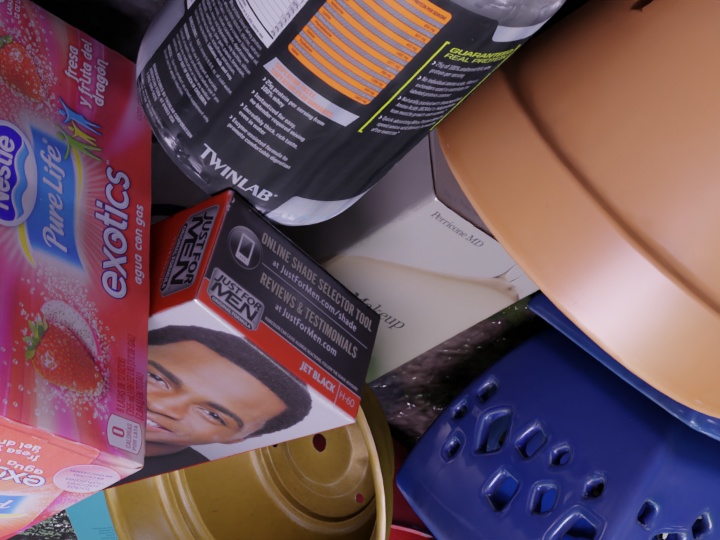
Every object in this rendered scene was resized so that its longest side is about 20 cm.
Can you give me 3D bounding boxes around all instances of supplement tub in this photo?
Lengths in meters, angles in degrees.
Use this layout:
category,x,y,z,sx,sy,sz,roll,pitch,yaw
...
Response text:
category,x,y,z,sx,sy,sz,roll,pitch,yaw
supplement tub,0.004,-0.116,0.518,0.122,0.123,0.200,21,138,-29

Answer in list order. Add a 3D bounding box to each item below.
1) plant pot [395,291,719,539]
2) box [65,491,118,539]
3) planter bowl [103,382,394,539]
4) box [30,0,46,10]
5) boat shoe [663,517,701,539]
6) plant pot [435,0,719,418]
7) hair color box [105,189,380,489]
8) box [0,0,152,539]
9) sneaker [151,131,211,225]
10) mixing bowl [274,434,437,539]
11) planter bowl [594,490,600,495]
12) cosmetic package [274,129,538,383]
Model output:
category,x,y,z,sx,sy,sz,roll,pitch,yaw
plant pot,0.173,0.128,0.784,0.200,0.200,0.180,24,100,-30
box,-0.174,0.131,0.883,0.049,0.082,0.200,-2,144,-1
planter bowl,-0.044,0.100,0.688,0.200,0.201,0.083,-35,167,37
box,-0.247,-0.083,0.616,0.200,0.048,0.117,-28,137,28
boat shoe,0.300,0.167,0.983,0.200,0.070,0.072,6,120,-3
plant pot,0.152,-0.056,0.570,0.200,0.200,0.140,26,118,-33
hair color box,-0.100,0.042,0.599,0.200,0.061,0.101,-21,131,38
box,-0.153,-0.005,0.523,0.103,0.200,0.095,-30,139,33
sneaker,-0.167,-0.028,0.670,0.200,0.081,0.076,-8,160,13
mixing bowl,-0.025,0.177,0.933,0.200,0.109,0.200,-2,144,-2
planter bowl,0.146,0.247,0.985,0.200,0.200,0.135,10,124,-16
cosmetic package,0.000,0.000,0.721,0.103,0.073,0.200,29,135,-34
